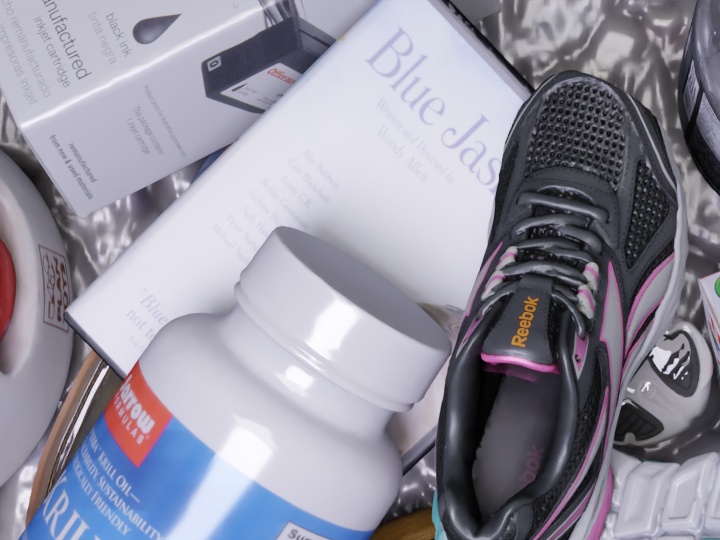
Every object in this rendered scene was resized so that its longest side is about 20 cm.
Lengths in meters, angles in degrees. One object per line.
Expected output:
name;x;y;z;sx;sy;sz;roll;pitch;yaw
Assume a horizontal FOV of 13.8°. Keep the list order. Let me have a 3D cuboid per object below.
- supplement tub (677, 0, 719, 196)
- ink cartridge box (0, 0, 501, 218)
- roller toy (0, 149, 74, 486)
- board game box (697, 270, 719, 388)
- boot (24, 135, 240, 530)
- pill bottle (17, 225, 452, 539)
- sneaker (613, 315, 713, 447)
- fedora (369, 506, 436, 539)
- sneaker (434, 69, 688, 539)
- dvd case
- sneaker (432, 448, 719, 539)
supplement tub;0.189;-0.083;1.169;0.122;0.200;0.123;0;83;3
ink cartridge box;-0.064;-0.137;1.227;0.199;0.084;0.145;-26;61;0
roller toy;-0.212;0.018;1.211;0.200;0.140;0.183;38;92;16
board game box;0.238;0.010;1.192;0.199;0.126;0.035;-21;59;0
boot;-0.058;0.045;1.233;0.097;0.075;0.201;28;84;9
pill bottle;-0.054;0.087;1.129;0.112;0.112;0.200;35;100;6
sneaker;0.059;-0.003;1.223;0.200;0.083;0.081;43;99;-1
fedora;0.066;0.172;1.190;0.200;0.201;0.082;4;123;4
sneaker;0.072;0.021;1.099;0.080;0.086;0.201;5;79;15
dvd case;0.000;0.000;1.178;0.200;0.018;0.143;-44;91;8
sneaker;0.116;0.107;1.160;0.200;0.091;0.078;9;76;42
